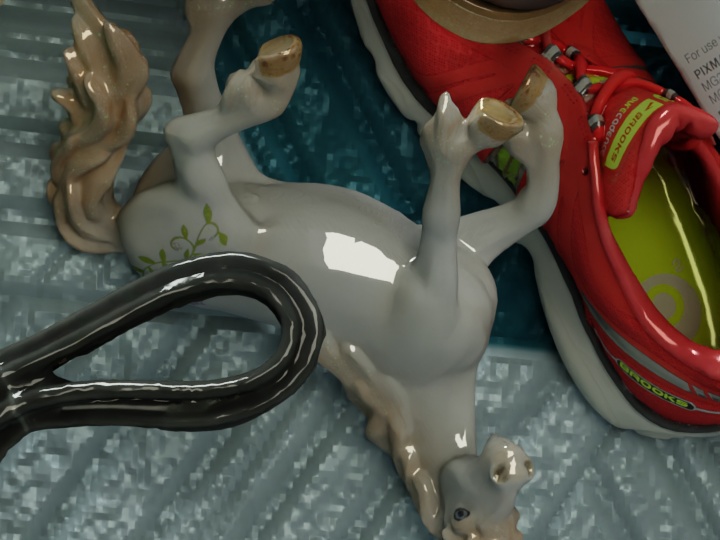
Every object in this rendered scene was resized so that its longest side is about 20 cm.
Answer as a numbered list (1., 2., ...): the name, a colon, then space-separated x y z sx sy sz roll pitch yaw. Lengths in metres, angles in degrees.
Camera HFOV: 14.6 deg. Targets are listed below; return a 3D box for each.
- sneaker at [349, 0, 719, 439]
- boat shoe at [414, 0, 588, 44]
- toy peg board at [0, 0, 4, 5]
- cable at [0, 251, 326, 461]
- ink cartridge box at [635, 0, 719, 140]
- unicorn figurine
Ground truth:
1. sneaker: 0.071 -0.045 0.830 0.077 0.085 0.200 -34 90 -21
2. boat shoe: 0.082 -0.138 0.823 0.070 0.070 0.200 31 43 7
3. toy peg board: -0.223 -0.041 0.733 0.199 0.098 0.200 36 68 22
4. cable: -0.109 0.042 0.762 0.199 0.050 0.097 -31 78 -9
5. ink cartridge box: 0.193 -0.039 0.843 0.145 0.083 0.201 -30 89 -45
6. unicorn figurine: 0.000 0.000 0.799 0.199 0.138 0.074 30 31 13
